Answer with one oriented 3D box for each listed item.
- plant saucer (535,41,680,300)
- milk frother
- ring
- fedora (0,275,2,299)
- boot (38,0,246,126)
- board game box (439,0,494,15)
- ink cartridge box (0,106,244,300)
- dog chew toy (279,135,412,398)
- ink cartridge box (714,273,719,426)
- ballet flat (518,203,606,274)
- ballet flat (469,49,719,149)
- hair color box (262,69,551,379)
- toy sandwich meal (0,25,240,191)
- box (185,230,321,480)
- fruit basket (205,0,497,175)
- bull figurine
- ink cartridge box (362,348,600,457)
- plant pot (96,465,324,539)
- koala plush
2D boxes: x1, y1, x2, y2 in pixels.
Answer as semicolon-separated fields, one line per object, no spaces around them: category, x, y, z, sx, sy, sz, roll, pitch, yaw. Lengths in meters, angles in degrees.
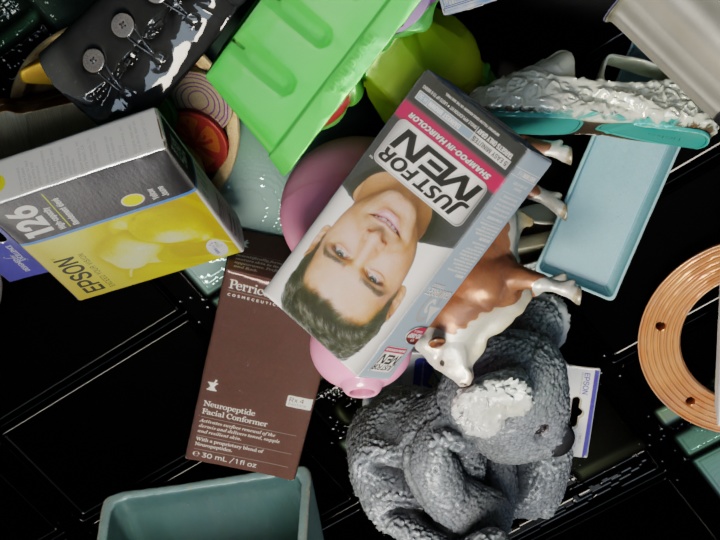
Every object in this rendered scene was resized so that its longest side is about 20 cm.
plant saucer;0.203;-0.080;1.373;0.070;0.019;0.200;21;101;-10
milk frother;0.315;-0.189;1.280;0.188;0.200;0.181;46;124;4
ring;0.333;0.054;1.486;0.200;0.019;0.201;2;121;3
fedora;-0.363;0.029;1.458;0.177;0.090;0.200;32;133;2
boot;-0.164;-0.216;1.287;0.200;0.066;0.165;-46;76;25
board game box;0.092;-0.281;1.193;0.200;0.200;0.062;45;153;-22
ink cartridge box;-0.211;-0.037;1.347;0.199;0.047;0.198;-19;157;6
dog chew toy;0.000;0.000;1.365;0.124;0.201;0.125;-1;158;-1
ink cartridge box;0.341;0.040;1.446;0.094;0.037;0.200;-1;124;5
ballet flat;0.108;-0.017;1.425;0.200;0.072;0.072;-13;120;3
ballet flat;0.171;-0.131;1.325;0.199;0.072;0.072;5;122;-10
hair color box;0.033;-0.030;1.260;0.099;0.061;0.200;40;101;21
toy sandwich meal;-0.195;-0.104;1.388;0.204;0.070;0.206;2;122;2
box;-0.080;0.073;1.491;0.100;0.075;0.200;12;120;-4
fruit basket;0.017;-0.158;1.302;0.215;0.156;0.216;1;111;3
bull figurine;0.100;-0.014;1.324;0.121;0.201;0.065;0;161;-1
ink cartridge box;0.101;0.106;1.520;0.199;0.039;0.100;6;122;1
plant pot;-0.119;0.324;1.587;0.196;0.196;0.200;-9;131;9
koala plush;0.096;0.120;1.405;0.184;0.177;0.200;34;129;7
